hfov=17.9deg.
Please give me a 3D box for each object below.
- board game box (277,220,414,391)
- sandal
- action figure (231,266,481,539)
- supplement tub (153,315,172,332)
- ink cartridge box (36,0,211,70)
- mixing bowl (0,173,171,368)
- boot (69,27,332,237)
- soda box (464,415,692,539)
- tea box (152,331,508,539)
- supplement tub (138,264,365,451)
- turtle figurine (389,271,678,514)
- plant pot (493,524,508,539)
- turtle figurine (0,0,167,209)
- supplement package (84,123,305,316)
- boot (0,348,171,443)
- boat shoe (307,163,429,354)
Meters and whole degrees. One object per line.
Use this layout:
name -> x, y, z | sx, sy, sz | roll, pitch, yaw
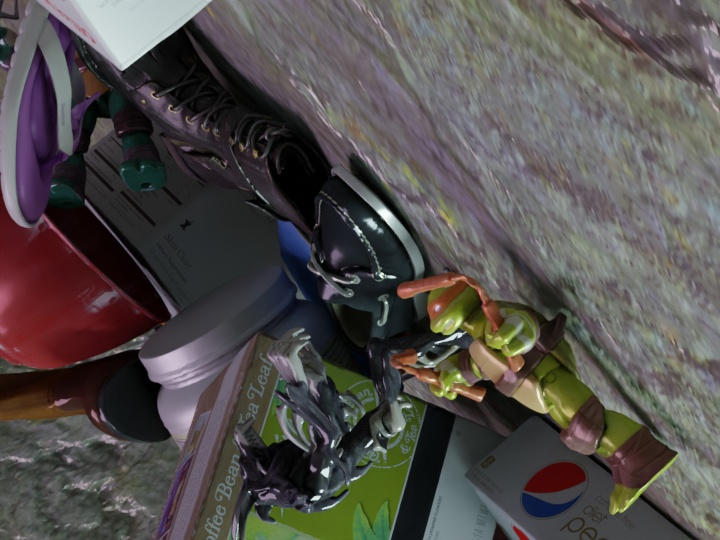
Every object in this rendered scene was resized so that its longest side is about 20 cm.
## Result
board game box -> 0.000, 0.025, 1.654 | 0.158, 0.039, 0.200 | 55, 171, 13
sandal -> -0.201, -0.129, 1.540 | 0.050, 0.203, 0.082 | 7, 172, 16
action figure -> -0.016, 0.077, 1.377 | 0.102, 0.200, 0.119 | 52, 172, -1
supplement tub -> -0.146, 0.005, 2.051 | 0.123, 0.123, 0.200 | 43, 170, 42
ink cartridge box -> -0.182, -0.228, 1.304 | 0.200, 0.085, 0.146 | 53, 172, -36
mixing bowl -> -0.248, -0.001, 1.709 | 0.200, 0.108, 0.200 | 48, -176, -4
boot -> -0.091, -0.104, 1.495 | 0.200, 0.069, 0.174 | 50, 168, -34
soda box -> 0.147, 0.167, 1.392 | 0.068, 0.064, 0.200 | 55, 170, -34
tea box -> -0.028, 0.181, 1.495 | 0.196, 0.200, 0.134 | 22, 151, -12
supplement tub -> -0.057, 0.112, 1.662 | 0.200, 0.145, 0.145 | 59, 170, -13
turtle figurine -> 0.089, 0.055, 1.193 | 0.161, 0.064, 0.200 | 42, 163, 3
plant pot -> 0.152, 0.276, 1.562 | 0.200, 0.187, 0.187 | 35, 177, -19
turtle figurine -> -0.191, -0.149, 1.636 | 0.101, 0.150, 0.200 | 20, -123, -52
supplement package -> -0.117, -0.017, 1.827 | 0.156, 0.111, 0.200 | 41, 169, 51
boot -> -0.233, 0.093, 1.739 | 0.188, 0.200, 0.069 | -42, -55, -69
boat shoe -> 0.000, 0.000, 1.437 | 0.076, 0.060, 0.200 | 46, 171, 27
